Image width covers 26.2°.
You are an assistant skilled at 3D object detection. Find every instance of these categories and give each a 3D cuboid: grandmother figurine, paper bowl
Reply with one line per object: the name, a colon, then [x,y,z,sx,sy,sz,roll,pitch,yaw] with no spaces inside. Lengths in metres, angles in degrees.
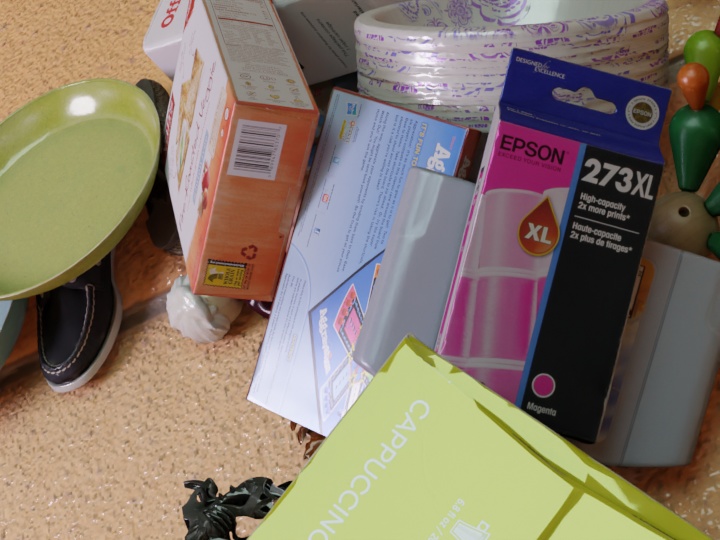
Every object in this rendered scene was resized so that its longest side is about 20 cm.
grandmother figurine: [-0.049,-0.012,1.073,0.199,0.061,0.122,-32,55,10]
paper bowl: [0.097,-0.119,0.992,0.199,0.105,0.201,-4,18,1]

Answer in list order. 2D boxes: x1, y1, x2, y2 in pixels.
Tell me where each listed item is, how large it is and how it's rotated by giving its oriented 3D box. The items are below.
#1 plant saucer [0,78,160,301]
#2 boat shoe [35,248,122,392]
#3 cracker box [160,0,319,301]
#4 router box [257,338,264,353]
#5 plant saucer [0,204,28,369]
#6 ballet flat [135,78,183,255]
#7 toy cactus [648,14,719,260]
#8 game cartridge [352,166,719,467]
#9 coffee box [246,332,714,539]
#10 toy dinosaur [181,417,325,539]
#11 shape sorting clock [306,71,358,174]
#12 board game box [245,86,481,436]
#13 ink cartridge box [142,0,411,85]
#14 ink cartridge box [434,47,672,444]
plant saucer: [-0.224,-0.054,1.123,0.199,0.031,0.201,-18,47,20]
boat shoe: [-0.216,-0.006,1.160,0.073,0.060,0.201,-12,53,25]
cracker box: [-0.084,-0.090,1.010,0.057,0.135,0.200,6,29,-17]
router box: [0.052,0.030,0.954,0.199,0.051,0.150,25,85,33]
plant saucer: [-0.314,0.042,1.180,0.199,0.036,0.201,-24,50,31]
ballet flat: [-0.147,-0.079,1.189,0.068,0.046,0.200,-58,36,25]
toy cactus: [0.222,-0.047,0.921,0.165,0.102,0.201,-38,70,33]
game cartridge: [0.103,0.034,0.864,0.199,0.042,0.134,17,82,-2]
coffee box: [0.056,0.188,0.741,0.200,0.198,0.200,34,78,25]
toy dinosaur: [-0.031,0.157,0.937,0.135,0.103,0.200,-16,31,1]
shape sorting clock: [0.001,-0.158,1.157,0.199,0.039,0.201,-15,51,20]
board game box: [0.000,0.000,0.926,0.103,0.019,0.201,21,99,34]
ink cartridge box: [-0.047,-0.212,1.150,0.199,0.084,0.145,-12,47,35]
ink cartridge box: [0.104,-0.016,0.834,0.094,0.037,0.201,14,84,-2]
